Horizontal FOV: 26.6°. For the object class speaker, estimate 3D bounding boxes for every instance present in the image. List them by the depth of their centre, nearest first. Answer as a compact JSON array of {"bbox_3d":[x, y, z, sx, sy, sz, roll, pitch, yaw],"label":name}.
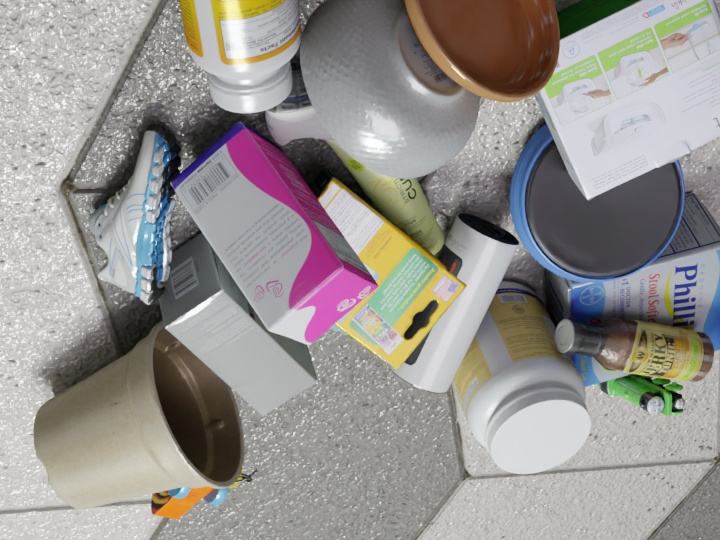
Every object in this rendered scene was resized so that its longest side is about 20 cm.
[{"bbox_3d":[0.107,0.037,1.752,0.081,0.081,0.200,15,109,-30],"label":"speaker"}]

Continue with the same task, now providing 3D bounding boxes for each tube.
[{"bbox_3d":[0.033,-0.092,1.669,0.058,0.052,0.200,-52,134,-24],"label":"tube"}]

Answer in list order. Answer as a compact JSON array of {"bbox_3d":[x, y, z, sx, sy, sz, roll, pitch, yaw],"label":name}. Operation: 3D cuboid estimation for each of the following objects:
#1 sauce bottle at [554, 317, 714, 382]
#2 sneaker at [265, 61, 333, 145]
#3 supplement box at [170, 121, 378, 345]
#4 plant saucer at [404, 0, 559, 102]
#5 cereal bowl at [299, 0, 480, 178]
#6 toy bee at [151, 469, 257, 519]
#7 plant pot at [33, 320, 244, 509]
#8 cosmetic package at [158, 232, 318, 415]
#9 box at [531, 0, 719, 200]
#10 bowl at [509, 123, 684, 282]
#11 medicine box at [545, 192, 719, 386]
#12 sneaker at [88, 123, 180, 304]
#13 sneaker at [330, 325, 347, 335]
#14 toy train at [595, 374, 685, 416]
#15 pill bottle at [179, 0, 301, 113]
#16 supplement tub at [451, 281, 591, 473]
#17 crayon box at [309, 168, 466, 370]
[{"bbox_3d":[0.319,0.090,1.778,0.199,0.065,0.065,8,127,-26],"label":"sauce bottle"},{"bbox_3d":[-0.008,-0.179,1.572,0.199,0.075,0.087,-8,150,-9],"label":"sneaker"},{"bbox_3d":[-0.087,-0.036,1.550,0.101,0.200,0.103,-39,156,10],"label":"supplement box"},{"bbox_3d":[0.111,-0.253,1.466,0.200,0.201,0.037,22,150,-34],"label":"plant saucer"},{"bbox_3d":[0.044,-0.194,1.467,0.200,0.201,0.083,22,146,-34],"label":"cereal bowl"},{"bbox_3d":[-0.187,0.231,1.859,0.200,0.109,0.131,-17,149,31],"label":"toy bee"},{"bbox_3d":[-0.261,0.179,1.728,0.183,0.201,0.201,-22,135,17],"label":"plant pot"},{"bbox_3d":[-0.140,0.062,1.705,0.090,0.107,0.200,-34,135,13],"label":"cosmetic package"},{"bbox_3d":[0.285,-0.200,1.585,0.200,0.097,0.177,-27,112,5],"label":"box"},{"bbox_3d":[0.267,-0.082,1.698,0.200,0.039,0.201,-2,102,-7],"label":"bowl"},{"bbox_3d":[0.331,0.026,1.840,0.199,0.103,0.183,-14,134,-6],"label":"medicine box"},{"bbox_3d":[-0.241,-0.062,1.587,0.086,0.075,0.201,16,116,9],"label":"sneaker"},{"bbox_3d":[-0.044,0.038,1.744,0.082,0.074,0.200,-37,121,16],"label":"sneaker"},{"bbox_3d":[0.332,0.140,1.889,0.056,0.200,0.042,-7,104,-20],"label":"toy train"},{"bbox_3d":[-0.114,-0.252,1.427,0.111,0.111,0.200,-13,134,-8],"label":"pill bottle"},{"bbox_3d":[0.182,0.127,1.810,0.145,0.200,0.146,-10,133,-11],"label":"supplement tub"},{"bbox_3d":[0.000,0.000,1.660,0.200,0.052,0.126,38,95,-20],"label":"crayon box"}]
